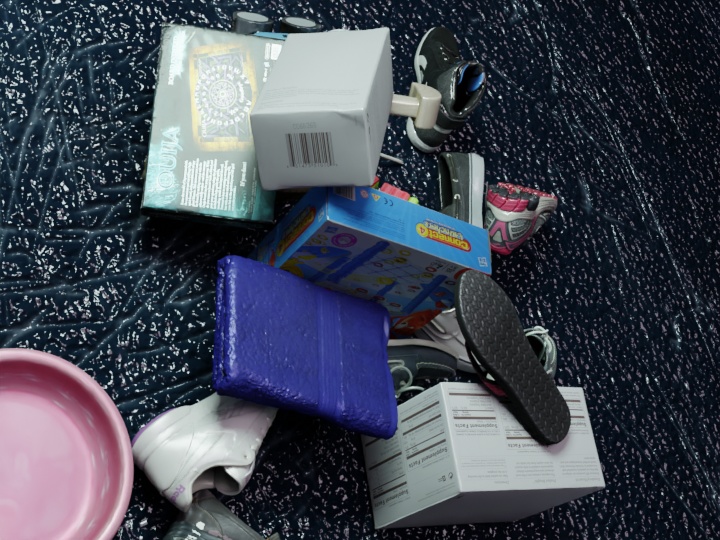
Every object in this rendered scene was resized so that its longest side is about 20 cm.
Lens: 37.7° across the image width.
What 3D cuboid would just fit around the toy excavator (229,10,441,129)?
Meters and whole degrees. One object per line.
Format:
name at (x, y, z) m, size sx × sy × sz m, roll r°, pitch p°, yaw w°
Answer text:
toy excavator at (-0.035, -0.203, 1.165) m, size 0.192 × 0.101 × 0.200 m, roll -5°, pitch 30°, yaw -34°

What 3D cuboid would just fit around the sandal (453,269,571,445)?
sandal at (0.142, 0.092, 1.055) m, size 0.075 × 0.045 × 0.201 m, roll -45°, pitch 109°, yaw -37°

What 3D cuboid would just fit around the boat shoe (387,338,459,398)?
boat shoe at (0.021, 0.107, 1.137) m, size 0.197 × 0.075 × 0.063 m, roll 10°, pitch 60°, yaw -31°

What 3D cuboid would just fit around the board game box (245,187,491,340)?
board game box at (0.000, 0.000, 1.092) m, size 0.197 × 0.196 × 0.057 m, roll 17°, pitch 54°, yaw -27°

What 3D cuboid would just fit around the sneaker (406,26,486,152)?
sneaker at (0.124, -0.256, 1.367) m, size 0.072 × 0.112 × 0.203 m, roll 25°, pitch 55°, yaw -24°

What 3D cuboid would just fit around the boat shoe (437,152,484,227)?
boat shoe at (0.117, -0.059, 1.303) m, size 0.056 × 0.069 × 0.203 m, roll 11°, pitch 59°, yaw -8°

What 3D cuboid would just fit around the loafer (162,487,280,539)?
loafer at (-0.087, 0.275, 0.979) m, size 0.199 × 0.073 × 0.073 m, roll 38°, pitch 46°, yaw -16°

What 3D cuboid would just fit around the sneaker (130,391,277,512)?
sneaker at (-0.118, 0.157, 1.001) m, size 0.199 × 0.075 × 0.100 m, roll -29°, pitch 68°, yaw -36°

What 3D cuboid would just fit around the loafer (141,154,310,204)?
loafer at (-0.136, -0.114, 1.128) m, size 0.197 × 0.076 × 0.069 m, roll 4°, pitch 78°, yaw -34°

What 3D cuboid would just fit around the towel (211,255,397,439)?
towel at (-0.055, 0.077, 1.017) m, size 0.198 × 0.049 × 0.150 m, roll 21°, pitch 48°, yaw -32°

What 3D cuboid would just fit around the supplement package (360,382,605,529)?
supplement package at (0.126, 0.198, 1.113) m, size 0.197 × 0.155 × 0.113 m, roll 7°, pitch 62°, yaw -33°

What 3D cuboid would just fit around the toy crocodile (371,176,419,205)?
toy crocodile at (0.003, -0.085, 1.200) m, size 0.198 × 0.062 × 0.068 m, roll 28°, pitch 42°, yaw 11°

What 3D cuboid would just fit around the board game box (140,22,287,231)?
board game box at (-0.146, -0.147, 1.071) m, size 0.133 × 0.028 × 0.204 m, roll 7°, pitch 74°, yaw -10°

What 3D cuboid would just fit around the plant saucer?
plant saucer at (-0.293, 0.169, 0.894) m, size 0.198 × 0.051 × 0.204 m, roll 16°, pitch 60°, yaw -30°

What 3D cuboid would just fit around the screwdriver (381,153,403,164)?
screwdriver at (-0.002, -0.149, 1.247) m, size 0.198 × 0.029 × 0.028 m, roll 7°, pitch 58°, yaw -49°

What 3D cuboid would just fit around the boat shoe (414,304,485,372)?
boat shoe at (0.095, 0.042, 1.228) m, size 0.200 × 0.066 × 0.072 m, roll 43°, pitch 50°, yaw -11°

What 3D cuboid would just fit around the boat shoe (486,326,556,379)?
boat shoe at (0.206, 0.102, 1.241) m, size 0.073 × 0.062 × 0.200 m, roll 44°, pitch 23°, yaw 9°

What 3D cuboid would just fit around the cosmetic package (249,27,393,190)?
cosmetic package at (-0.032, -0.161, 1.023) m, size 0.201 × 0.111 × 0.082 m, roll -73°, pitch 160°, yaw -56°

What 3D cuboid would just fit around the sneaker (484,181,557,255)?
sneaker at (0.193, -0.068, 1.331) m, size 0.199 × 0.079 × 0.076 m, roll -14°, pitch 119°, yaw -66°
